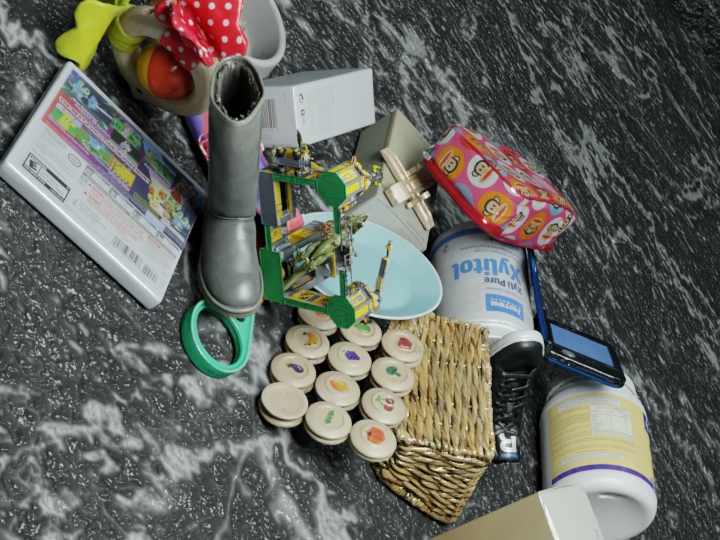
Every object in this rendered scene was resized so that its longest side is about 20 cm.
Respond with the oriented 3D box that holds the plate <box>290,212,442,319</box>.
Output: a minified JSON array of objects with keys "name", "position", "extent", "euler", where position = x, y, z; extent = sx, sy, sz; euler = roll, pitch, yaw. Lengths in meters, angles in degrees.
[{"name":"plate","position":[0.000,0.000,1.499],"extent":[0.199,0.026,0.201],"euler":[17,32,-11]}]

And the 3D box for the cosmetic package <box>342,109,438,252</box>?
[{"name":"cosmetic package","position":[0.040,-0.105,1.667],"extent":[0.104,0.073,0.201],"euler":[45,33,-25]}]

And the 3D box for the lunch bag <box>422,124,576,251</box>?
[{"name":"lunch bag","position":[0.171,-0.113,1.631],"extent":[0.199,0.082,0.176],"euler":[14,32,-54]}]

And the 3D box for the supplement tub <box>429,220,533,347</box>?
[{"name":"supplement tub","position":[0.154,0.047,1.649],"extent":[0.132,0.132,0.201],"euler":[37,36,-33]}]

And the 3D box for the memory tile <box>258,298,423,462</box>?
[{"name":"memory tile","position":[-0.017,0.110,1.373],"extent":[0.152,0.017,0.201],"euler":[21,39,0]}]

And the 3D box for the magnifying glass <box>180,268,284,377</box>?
[{"name":"magnifying glass","position":[-0.126,0.042,1.342],"extent":[0.080,0.022,0.200],"euler":[54,30,-11]}]

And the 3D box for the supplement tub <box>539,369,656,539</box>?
[{"name":"supplement tub","position":[0.310,0.241,1.701],"extent":[0.145,0.145,0.201],"euler":[40,36,-30]}]

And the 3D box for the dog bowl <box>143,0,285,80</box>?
[{"name":"dog bowl","position":[-0.168,-0.307,1.541],"extent":[0.200,0.058,0.201],"euler":[37,38,-35]}]

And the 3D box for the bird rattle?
[{"name":"bird rattle","position":[-0.195,-0.228,1.314],"extent":[0.164,0.198,0.113],"euler":[73,32,-48]}]

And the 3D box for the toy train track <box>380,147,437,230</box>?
[{"name":"toy train track","position":[0.086,-0.120,1.643],"extent":[0.115,0.032,0.200],"euler":[59,29,-2]}]

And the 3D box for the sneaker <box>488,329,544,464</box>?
[{"name":"sneaker","position":[0.178,0.164,1.529],"extent":[0.072,0.200,0.113],"euler":[0,56,-17]}]

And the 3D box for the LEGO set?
[{"name":"LEGO set","position":[-0.027,-0.046,1.352],"extent":[0.116,0.153,0.202],"euler":[-30,116,-48]}]

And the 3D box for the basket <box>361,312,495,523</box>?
[{"name":"basket","position":[0.065,0.166,1.482],"extent":[0.142,0.149,0.201],"euler":[11,47,-10]}]

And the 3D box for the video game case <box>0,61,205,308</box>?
[{"name":"video game case","position":[-0.248,-0.086,1.269],"extent":[0.200,0.023,0.183],"euler":[45,34,-23]}]

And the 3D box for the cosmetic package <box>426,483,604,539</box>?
[{"name":"cosmetic package","position":[0.143,0.293,1.352],"extent":[0.105,0.199,0.072],"euler":[6,59,-55]}]

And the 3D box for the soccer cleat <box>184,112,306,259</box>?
[{"name":"soccer cleat","position":[-0.137,-0.105,1.415],"extent":[0.201,0.067,0.076],"euler":[56,44,-5]}]

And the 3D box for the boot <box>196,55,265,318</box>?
[{"name":"boot","position":[-0.121,-0.079,1.265],"extent":[0.072,0.201,0.183],"euler":[-2,53,-19]}]

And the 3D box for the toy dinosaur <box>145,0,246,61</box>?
[{"name":"toy dinosaur","position":[-0.183,-0.287,1.371],"extent":[0.200,0.105,0.182],"euler":[35,-7,32]}]

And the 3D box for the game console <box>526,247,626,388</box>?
[{"name":"game console","position":[0.278,0.051,1.691],"extent":[0.170,0.119,0.200],"euler":[22,12,2]}]

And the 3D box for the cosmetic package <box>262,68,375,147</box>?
[{"name":"cosmetic package","position":[-0.070,-0.194,1.532],"extent":[0.200,0.101,0.072],"euler":[-28,117,-59]}]
